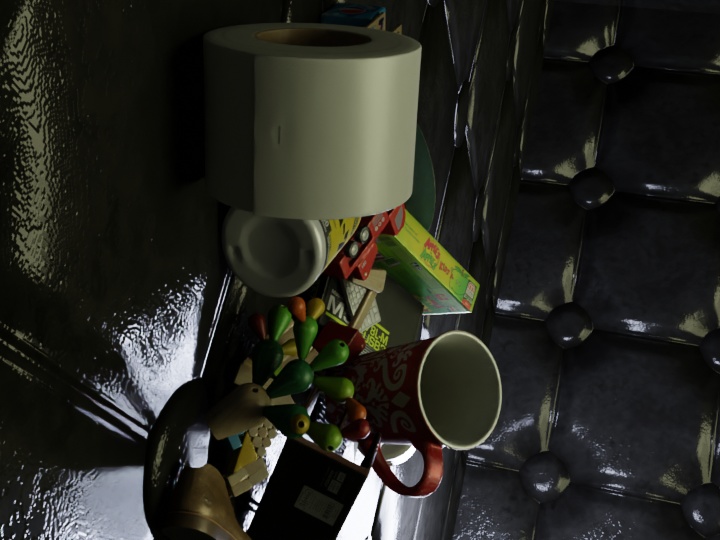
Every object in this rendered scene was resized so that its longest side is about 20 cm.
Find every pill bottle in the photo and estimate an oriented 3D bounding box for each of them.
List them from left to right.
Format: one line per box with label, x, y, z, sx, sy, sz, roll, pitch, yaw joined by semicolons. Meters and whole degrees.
pill bottle;-0.062;-0.062;1.080;0.200;0.112;0.116;-55;150;-60
pill bottle;0.042;0.259;1.634;0.200;0.112;0.116;75;27;-75

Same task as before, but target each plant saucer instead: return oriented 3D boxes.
plant saucer;0.039;-0.134;1.392;0.200;0.035;0.203;46;-37;49

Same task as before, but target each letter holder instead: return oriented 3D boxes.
letter holder;-0.050;0.242;1.198;0.143;0.099;0.202;-63;177;-55

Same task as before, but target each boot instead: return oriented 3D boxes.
boot;-0.144;0.260;1.042;0.201;0.072;0.077;70;22;-57

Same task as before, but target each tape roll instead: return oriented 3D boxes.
tape roll;-0.046;-0.145;0.925;0.203;0.199;0.142;-48;144;-64

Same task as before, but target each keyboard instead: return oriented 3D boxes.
keyboard;-0.049;0.252;1.483;0.200;0.020;0.129;62;38;-65
keyboard;-0.016;-0.022;1.308;0.056;0.011;0.203;-24;101;-47

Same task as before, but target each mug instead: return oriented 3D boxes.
mug;0.044;0.164;1.197;0.134;0.199;0.178;49;56;-21

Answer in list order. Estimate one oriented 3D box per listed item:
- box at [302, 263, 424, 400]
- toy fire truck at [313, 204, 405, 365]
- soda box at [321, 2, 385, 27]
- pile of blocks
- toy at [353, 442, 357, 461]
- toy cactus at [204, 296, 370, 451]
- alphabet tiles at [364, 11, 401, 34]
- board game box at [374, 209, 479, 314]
box;-0.004;0.088;1.344;0.199;0.047;0.196;39;59;-39
toy fire truck;0.000;0.000;1.248;0.201;0.048;0.142;-54;141;-30
soda box;-0.009;-0.229;1.272;0.064;0.067;0.203;-55;150;-57
pile of blocks;-0.119;0.149;1.110;0.062;0.081;0.202;-20;-136;60
toy;-0.017;0.169;1.478;0.201;0.046;0.117;-76;166;-57
toy cactus;-0.084;0.119;1.026;0.201;0.163;0.103;60;0;33
alphabet tiles;0.018;-0.226;1.234;0.200;0.007;0.170;-55;150;-55
board game box;0.069;-0.011;1.392;0.200;0.101;0.048;42;58;-36
